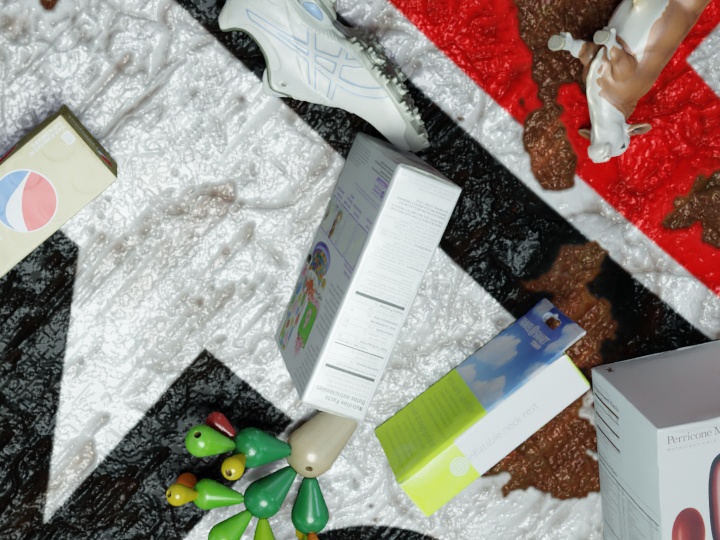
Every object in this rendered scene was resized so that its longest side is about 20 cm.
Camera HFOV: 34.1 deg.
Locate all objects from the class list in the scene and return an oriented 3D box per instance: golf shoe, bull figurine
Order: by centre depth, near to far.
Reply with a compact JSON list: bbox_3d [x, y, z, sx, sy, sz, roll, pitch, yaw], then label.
[{"bbox_3d":[-0.029,-0.161,0.947,0.097,0.078,0.200,-38,102,13],"label":"golf shoe"},{"bbox_3d":[0.226,-0.191,0.977,0.121,0.065,0.201,30,91,-51],"label":"bull figurine"}]

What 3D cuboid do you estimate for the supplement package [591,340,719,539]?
[{"bbox_3d":[0.332,0.187,1.074,0.190,0.147,0.201,-11,109,-8],"label":"supplement package"}]

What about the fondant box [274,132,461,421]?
[{"bbox_3d":[0.000,0.000,0.952,0.058,0.144,0.201,20,101,-18],"label":"fondant box"}]

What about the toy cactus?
[{"bbox_3d":[-0.071,0.186,1.033,0.165,0.102,0.200,-44,108,-17],"label":"toy cactus"}]

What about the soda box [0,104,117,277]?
[{"bbox_3d":[-0.288,-0.039,0.924,0.200,0.064,0.068,-40,110,1],"label":"soda box"}]

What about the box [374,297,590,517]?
[{"bbox_3d":[0.110,0.114,1.020,0.200,0.122,0.048,-38,106,1],"label":"box"}]
